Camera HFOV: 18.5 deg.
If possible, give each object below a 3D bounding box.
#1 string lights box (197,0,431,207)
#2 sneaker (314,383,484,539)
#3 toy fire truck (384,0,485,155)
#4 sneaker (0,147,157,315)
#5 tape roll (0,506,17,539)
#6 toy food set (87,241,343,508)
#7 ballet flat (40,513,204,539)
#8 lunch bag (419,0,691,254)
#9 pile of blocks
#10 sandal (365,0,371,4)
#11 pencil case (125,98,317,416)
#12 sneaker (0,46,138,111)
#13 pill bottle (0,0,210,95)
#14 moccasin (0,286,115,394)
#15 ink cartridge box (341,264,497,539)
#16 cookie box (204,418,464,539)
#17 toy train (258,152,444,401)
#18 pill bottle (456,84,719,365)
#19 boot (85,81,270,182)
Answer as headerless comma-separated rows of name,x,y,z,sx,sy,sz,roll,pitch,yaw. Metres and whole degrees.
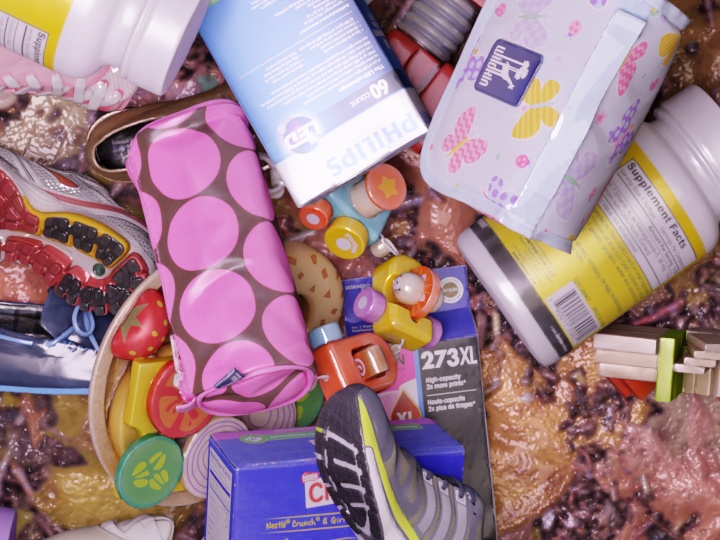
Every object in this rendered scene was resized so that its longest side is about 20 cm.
string lights box,-0.043,-0.153,1.455,0.103,0.059,0.200,-29,90,9
sneaker,0.034,0.152,1.459,0.081,0.074,0.200,-35,121,-22
toy fire truck,0.053,-0.181,1.513,0.200,0.129,0.176,38,94,3
sneaker,-0.227,-0.038,1.533,0.200,0.082,0.078,31,115,6
tape roll,-0.280,0.257,1.501,0.065,0.200,0.201,9,97,-5
toy food set,-0.101,0.076,1.521,0.200,0.049,0.199,-6,112,-42
ballet flat,-0.131,0.209,1.577,0.199,0.069,0.070,22,96,-13
lunch bag,0.118,-0.110,1.378,0.127,0.200,0.170,26,97,-6
pile of blocks,0.261,0.076,1.577,0.199,0.082,0.062,2,98,-5
sandal,-0.077,-0.244,1.522,0.206,0.059,0.079,31,112,-28
pencil case,-0.095,-0.007,1.436,0.093,0.091,0.201,-16,70,4
sneaker,-0.212,-0.138,1.494,0.200,0.075,0.105,-33,105,-23
pill bottle,-0.199,-0.189,1.397,0.199,0.111,0.112,25,96,-1
moccasin,-0.213,0.045,1.534,0.199,0.081,0.068,-3,110,-5
ink cartridge box,0.042,0.101,1.589,0.094,0.037,0.201,-7,97,-4
cookie box,-0.021,0.211,1.524,0.171,0.075,0.201,-2,106,-22
toy train,0.000,0.000,1.504,0.056,0.150,0.201,-28,76,38
pill bottle,0.177,-0.034,1.539,0.200,0.114,0.114,-35,99,0
boot,-0.092,-0.099,1.529,0.199,0.075,0.074,-15,97,-3
